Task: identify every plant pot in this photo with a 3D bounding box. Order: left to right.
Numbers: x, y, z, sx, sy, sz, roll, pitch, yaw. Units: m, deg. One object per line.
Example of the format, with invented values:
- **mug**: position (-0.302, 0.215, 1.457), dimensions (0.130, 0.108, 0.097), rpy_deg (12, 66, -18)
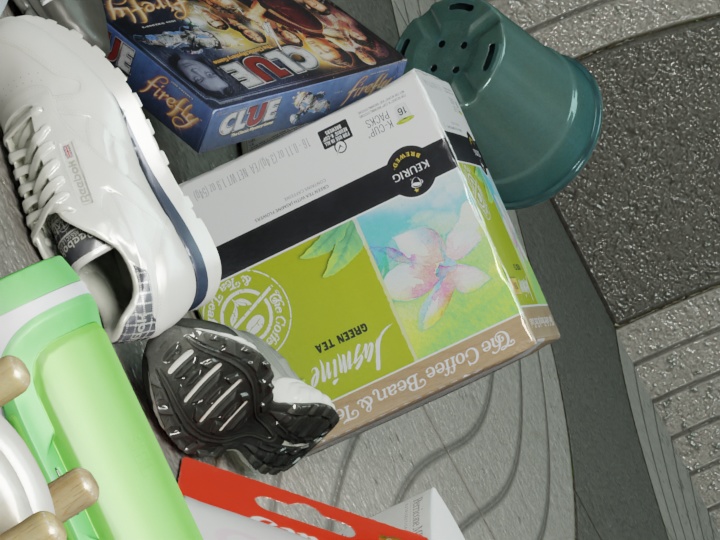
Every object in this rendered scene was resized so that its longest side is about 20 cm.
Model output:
- **plant pot**: position (0.143, -0.200, 2.787), dimensions (0.196, 0.199, 0.201), rpy_deg (38, 28, -50)

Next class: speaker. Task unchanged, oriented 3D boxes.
- **speaker**: position (-0.129, 0.099, 1.143), dimensions (0.201, 0.088, 0.088), rpy_deg (65, 11, 0)

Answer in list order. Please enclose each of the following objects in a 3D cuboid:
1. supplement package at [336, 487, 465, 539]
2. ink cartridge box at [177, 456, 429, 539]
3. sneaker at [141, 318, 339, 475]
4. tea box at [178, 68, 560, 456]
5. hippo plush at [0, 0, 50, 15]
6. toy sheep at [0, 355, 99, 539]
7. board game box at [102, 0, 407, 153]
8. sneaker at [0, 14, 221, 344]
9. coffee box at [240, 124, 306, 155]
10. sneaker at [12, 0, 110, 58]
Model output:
- **supplement package**: position (0.032, 0.257, 1.472), dimensions (0.156, 0.110, 0.200), rpy_deg (61, 12, -20)
- **ink cartridge box**: position (-0.027, 0.156, 1.352), dimensions (0.161, 0.057, 0.200), rpy_deg (20, 27, -7)
- **sneaker**: position (-0.085, 0.066, 1.481), dimensions (0.079, 0.074, 0.200), rpy_deg (48, 4, 25)
- **tea box**: position (0.000, 0.000, 1.643), dimensions (0.198, 0.199, 0.134), rpy_deg (65, 11, 4)
- **hippo plush**: position (-0.238, -0.202, 1.249), dimensions (0.160, 0.160, 0.200), rpy_deg (21, 19, -29)
- **toy sheep**: position (-0.166, 0.095, 0.858), dimensions (0.200, 0.137, 0.139), rpy_deg (-14, 78, -87)
- **board game box**: position (-0.080, -0.145, 1.628), dimensions (0.135, 0.035, 0.199), rpy_deg (39, 34, 24)
- **sneaker**: position (-0.159, -0.053, 1.376), dimensions (0.080, 0.076, 0.201), rpy_deg (-30, 81, -44)
- **coffee box**: position (-0.042, -0.108, 1.988), dimensions (0.113, 0.079, 0.201), rpy_deg (57, 14, -37)
- **sneaker**: position (-0.188, -0.224, 1.547), dimensions (0.201, 0.090, 0.076), rpy_deg (69, 11, 16)
